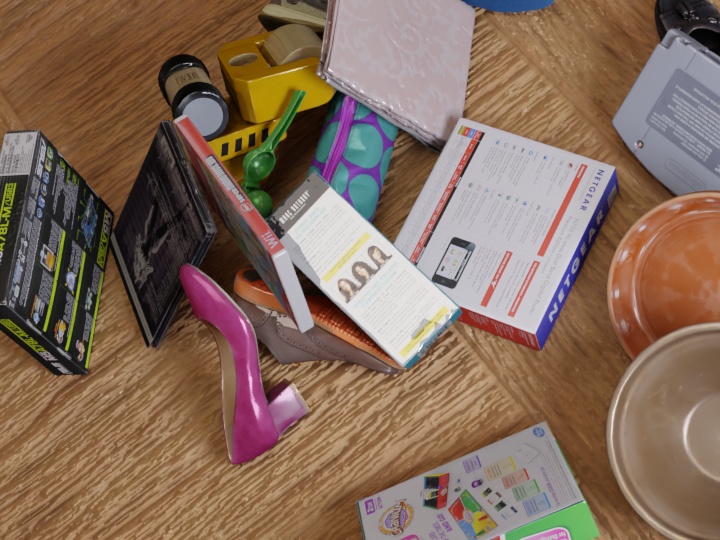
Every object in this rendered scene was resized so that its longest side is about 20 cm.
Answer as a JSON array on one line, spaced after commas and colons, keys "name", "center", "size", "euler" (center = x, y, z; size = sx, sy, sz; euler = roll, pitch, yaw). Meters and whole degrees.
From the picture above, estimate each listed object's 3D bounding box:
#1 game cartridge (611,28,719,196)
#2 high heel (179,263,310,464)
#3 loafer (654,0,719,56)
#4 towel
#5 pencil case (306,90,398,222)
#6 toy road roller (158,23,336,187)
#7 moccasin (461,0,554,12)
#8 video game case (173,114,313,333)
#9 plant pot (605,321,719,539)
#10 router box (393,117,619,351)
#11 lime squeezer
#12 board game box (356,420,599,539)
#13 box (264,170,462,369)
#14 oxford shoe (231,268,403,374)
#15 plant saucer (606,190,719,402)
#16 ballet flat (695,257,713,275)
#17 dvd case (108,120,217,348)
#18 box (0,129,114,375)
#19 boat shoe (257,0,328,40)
[{"name": "game cartridge", "center": [0.350, -0.131, 1.385], "size": [0.200, 0.040, 0.133], "euler": [43, 117, 26]}, {"name": "high heel", "center": [-0.142, 0.093, 1.392], "size": [0.096, 0.200, 0.067], "euler": [-37, 16, -13]}, {"name": "loafer", "center": [0.362, -0.229, 1.453], "size": [0.072, 0.063, 0.200], "euler": [-21, 61, 4]}, {"name": "towel", "center": [0.040, -0.245, 1.486], "size": [0.032, 0.200, 0.191], "euler": [-15, 57, 44]}, {"name": "pencil case", "center": [-0.015, -0.109, 1.484], "size": [0.085, 0.092, 0.200], "euler": [6, 66, 22]}, {"name": "toy road roller", "center": [-0.117, -0.166, 1.511], "size": [0.200, 0.146, 0.123], "euler": [-20, 32, -8]}, {"name": "moccasin", "center": [0.127, -0.341, 1.565], "size": [0.200, 0.080, 0.068], "euler": [13, 65, 20]}, {"name": "video game case", "center": [-0.114, -0.045, 1.367], "size": [0.017, 0.143, 0.200], "euler": [-32, 59, -10]}, {"name": "plant pot", "center": [0.326, 0.148, 1.249], "size": [0.201, 0.093, 0.201], "euler": [-2, 84, 21]}, {"name": "router box", "center": [0.141, -0.040, 1.431], "size": [0.179, 0.049, 0.200], "euler": [22, 72, 23]}, {"name": "lime squeezer", "center": [-0.092, -0.085, 1.450], "size": [0.071, 0.038, 0.200], "euler": [5, 87, 26]}, {"name": "board game box", "center": [0.101, 0.224, 1.272], "size": [0.200, 0.040, 0.153], "euler": [-23, 22, 4]}, {"name": "box", "center": [0.000, 0.000, 1.377], "size": [0.200, 0.049, 0.082], "euler": [44, 90, 11]}, {"name": "oxford shoe", "center": [-0.044, 0.067, 1.433], "size": [0.200, 0.071, 0.073], "euler": [25, 111, 15]}, {"name": "plant saucer", "center": [0.330, 0.024, 1.304], "size": [0.200, 0.032, 0.200], "euler": [7, 105, 27]}, {"name": "ballet flat", "center": [0.358, 0.005, 1.339], "size": [0.200, 0.074, 0.074], "euler": [18, 71, 22]}, {"name": "dvd case", "center": [-0.209, -0.035, 1.464], "size": [0.016, 0.200, 0.149], "euler": [-4, 54, -33]}, {"name": "box", "center": [-0.328, -0.016, 1.469], "size": [0.047, 0.193, 0.200], "euler": [-1, 66, 13]}, {"name": "boat shoe", "center": [-0.022, -0.282, 1.581], "size": [0.201, 0.072, 0.066], "euler": [18, 76, 27]}]
